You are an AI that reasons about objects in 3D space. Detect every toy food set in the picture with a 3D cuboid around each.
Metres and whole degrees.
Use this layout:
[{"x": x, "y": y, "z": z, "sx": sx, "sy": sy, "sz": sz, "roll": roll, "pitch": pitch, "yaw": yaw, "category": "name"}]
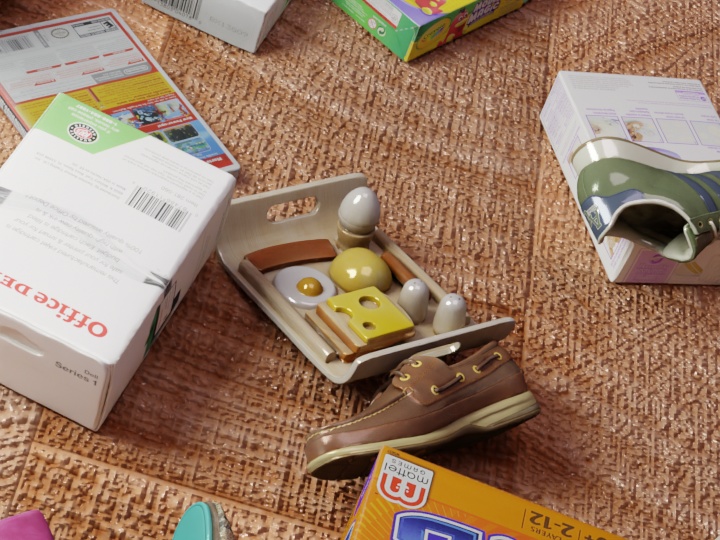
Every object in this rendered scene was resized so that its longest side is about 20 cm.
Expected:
[{"x": 0.000, "y": 0.000, "z": 1.414, "sx": 0.143, "sy": 0.061, "sz": 0.200, "roll": -14, "pitch": 41, "yaw": -34, "category": "toy food set"}]

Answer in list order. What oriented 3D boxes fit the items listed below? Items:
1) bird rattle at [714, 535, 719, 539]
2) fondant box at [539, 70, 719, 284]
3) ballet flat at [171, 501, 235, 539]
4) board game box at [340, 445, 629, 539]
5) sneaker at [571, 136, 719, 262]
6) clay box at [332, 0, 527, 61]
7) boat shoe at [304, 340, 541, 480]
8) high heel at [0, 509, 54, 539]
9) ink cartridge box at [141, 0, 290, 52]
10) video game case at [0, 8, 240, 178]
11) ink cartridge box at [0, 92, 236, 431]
[{"x": 0.302, "y": 0.245, "z": 1.316, "sx": 0.162, "sy": 0.113, "sz": 0.200, "roll": 23, "pitch": 54, "yaw": 18, "category": "bird rattle"}, {"x": 0.250, "y": -0.079, "z": 1.624, "sx": 0.143, "sy": 0.058, "sz": 0.201, "roll": 2, "pitch": 45, "yaw": -22, "category": "fondant box"}, {"x": -0.096, "y": 0.237, "z": 1.159, "sx": 0.075, "sy": 0.068, "sz": 0.201, "roll": 33, "pitch": 44, "yaw": -21, "category": "ballet flat"}, {"x": 0.055, "y": 0.264, "z": 1.084, "sx": 0.198, "sy": 0.201, "sz": 0.201, "roll": 21, "pitch": 42, "yaw": -1, "category": "board game box"}, {"x": 0.261, "y": -0.041, "z": 1.506, "sx": 0.198, "sy": 0.067, "sz": 0.090, "roll": 10, "pitch": 52, "yaw": -13, "category": "sneaker"}, {"x": 0.070, "y": -0.267, "z": 1.745, "sx": 0.115, "sy": 0.048, "sz": 0.199, "roll": 41, "pitch": 46, "yaw": 19, "category": "clay box"}, {"x": 0.036, "y": 0.096, "z": 1.332, "sx": 0.199, "sy": 0.072, "sz": 0.068, "roll": -13, "pitch": 77, "yaw": -40, "category": "boat shoe"}, {"x": -0.270, "y": 0.176, "z": 1.127, "sx": 0.198, "sy": 0.067, "sz": 0.097, "roll": 7, "pitch": 54, "yaw": -24, "category": "high heel"}, {"x": -0.101, "y": -0.279, "z": 1.682, "sx": 0.108, "sy": 0.051, "sz": 0.200, "roll": 25, "pitch": 43, "yaw": 3, "category": "ink cartridge box"}, {"x": -0.204, "y": -0.126, "z": 1.506, "sx": 0.142, "sy": 0.018, "sz": 0.200, "roll": -18, "pitch": 55, "yaw": -36, "category": "video game case"}, {"x": -0.195, "y": -0.008, "z": 1.330, "sx": 0.145, "sy": 0.085, "sz": 0.201, "roll": 26, "pitch": 49, "yaw": 4, "category": "ink cartridge box"}]
